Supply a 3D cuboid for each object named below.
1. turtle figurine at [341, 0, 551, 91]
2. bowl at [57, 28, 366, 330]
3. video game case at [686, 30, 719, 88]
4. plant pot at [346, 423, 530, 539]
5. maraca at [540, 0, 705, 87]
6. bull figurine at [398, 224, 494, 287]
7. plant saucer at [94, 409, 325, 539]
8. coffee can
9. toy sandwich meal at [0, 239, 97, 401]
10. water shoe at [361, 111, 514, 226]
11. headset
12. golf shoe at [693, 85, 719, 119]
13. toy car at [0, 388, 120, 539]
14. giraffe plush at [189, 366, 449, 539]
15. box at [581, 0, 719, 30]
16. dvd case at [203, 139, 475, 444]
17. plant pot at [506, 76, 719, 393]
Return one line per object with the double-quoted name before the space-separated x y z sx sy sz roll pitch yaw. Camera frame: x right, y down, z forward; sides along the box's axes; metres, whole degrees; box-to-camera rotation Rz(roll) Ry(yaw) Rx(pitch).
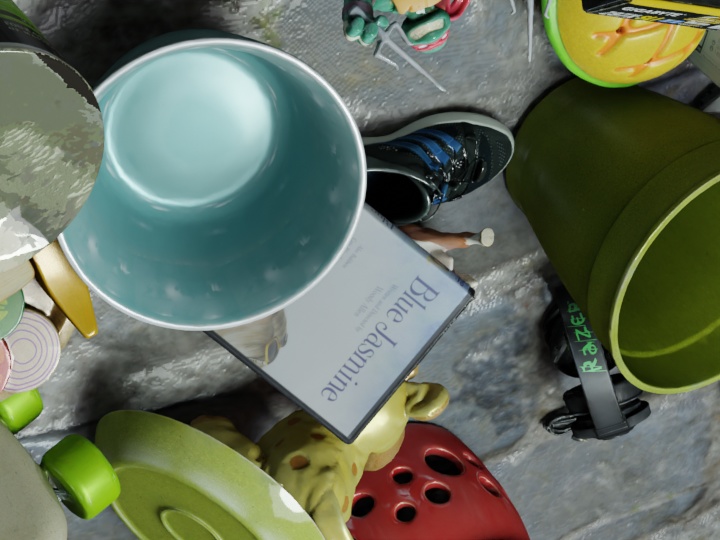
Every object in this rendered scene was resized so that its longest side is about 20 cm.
"turtle figurine" 0.034 -0.202 1.461 0.150 0.101 0.201 -36 125 -20
"bowl" -0.102 -0.074 1.429 0.200 0.105 0.202 -5 120 -9
"video game case" 0.291 -0.206 1.579 0.023 0.200 0.182 -4 126 -29
"plant pot" 0.050 0.252 1.784 0.200 0.183 0.201 -19 132 -22
"maraca" 0.176 -0.207 1.561 0.137 0.107 0.200 -53 135 -2
"bull figurine" 0.000 0.000 1.601 0.199 0.121 0.065 -11 98 -40
"plant saucer" -0.112 0.176 1.585 0.031 0.199 0.200 -55 145 -28
"coffee can" -0.250 -0.107 1.241 0.146 0.200 0.147 -21 134 -23
"toy sandwich meal" -0.253 0.011 1.409 0.204 0.070 0.206 -12 117 -25
"water shoe" 0.037 -0.060 1.592 0.199 0.079 0.072 -11 130 -31
"headset" 0.178 0.087 1.806 0.094 0.124 0.200 -17 156 8
"golf shoe" 0.332 -0.120 1.763 0.200 0.095 0.078 -44 139 3
"toy car" -0.270 0.182 1.537 0.164 0.158 0.200 -39 164 -24
"giraffe plush" -0.028 0.126 1.639 0.162 0.172 0.200 -51 180 -24
"box" 0.214 -0.266 1.503 0.159 0.049 0.201 2 82 -37
"dvd case" -0.042 0.007 1.524 0.200 0.018 0.143 38 106 -4
"plant pot" 0.210 -0.046 1.652 0.200 0.193 0.201 -21 134 -24
